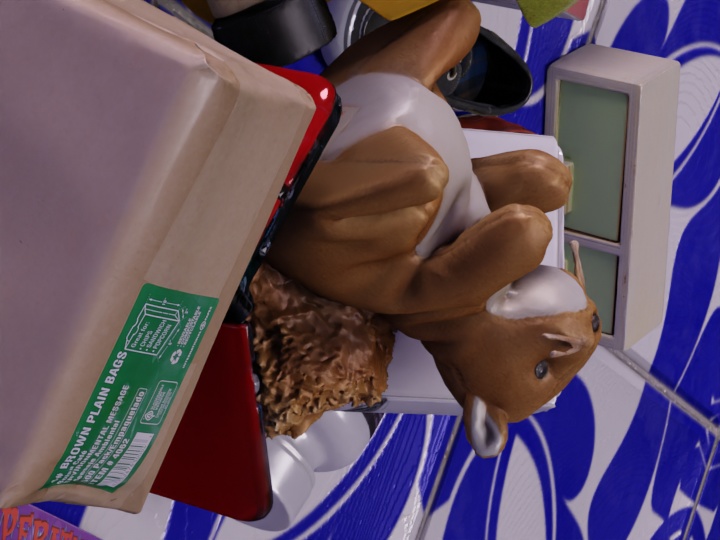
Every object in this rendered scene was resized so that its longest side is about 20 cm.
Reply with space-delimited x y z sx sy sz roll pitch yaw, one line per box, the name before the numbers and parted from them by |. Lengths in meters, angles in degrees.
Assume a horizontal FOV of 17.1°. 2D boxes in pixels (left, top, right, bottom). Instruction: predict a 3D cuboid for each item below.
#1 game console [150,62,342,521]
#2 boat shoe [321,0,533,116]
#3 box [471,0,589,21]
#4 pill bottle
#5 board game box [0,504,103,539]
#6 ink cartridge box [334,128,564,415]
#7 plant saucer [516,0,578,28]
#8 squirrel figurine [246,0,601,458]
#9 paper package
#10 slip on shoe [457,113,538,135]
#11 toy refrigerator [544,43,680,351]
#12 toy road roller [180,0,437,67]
game console | -0.103 -0.004 1.107 0.173 0.199 0.119 -62 144 -22
boat shoe | 0.044 -0.135 1.453 0.200 0.056 0.069 12 93 -61
box | 0.065 -0.246 1.389 0.200 0.106 0.153 13 91 -60
pill bottle | -0.028 0.043 1.355 0.200 0.111 0.112 -60 147 -26
board game box | -0.170 0.182 1.203 0.200 0.032 0.121 44 46 -66
ink cartridge box | 0.000 0.000 1.263 0.086 0.199 0.147 150 -57 -71
plant saucer | 0.127 -0.265 1.330 0.200 0.048 0.200 -63 147 -20
squirrel figurine | 0.016 0.004 1.162 0.187 0.199 0.142 53 23 -31
paper package | -0.142 -0.027 0.994 0.103 0.190 0.201 13 105 -59
slip on shoe | 0.059 -0.061 1.505 0.200 0.061 0.075 -19 117 -57
toy refrigerator | 0.173 -0.051 1.695 0.070 0.076 0.201 -31 130 -51
toy road roller | -0.008 -0.191 1.172 0.146 0.199 0.123 -87 154 -73
